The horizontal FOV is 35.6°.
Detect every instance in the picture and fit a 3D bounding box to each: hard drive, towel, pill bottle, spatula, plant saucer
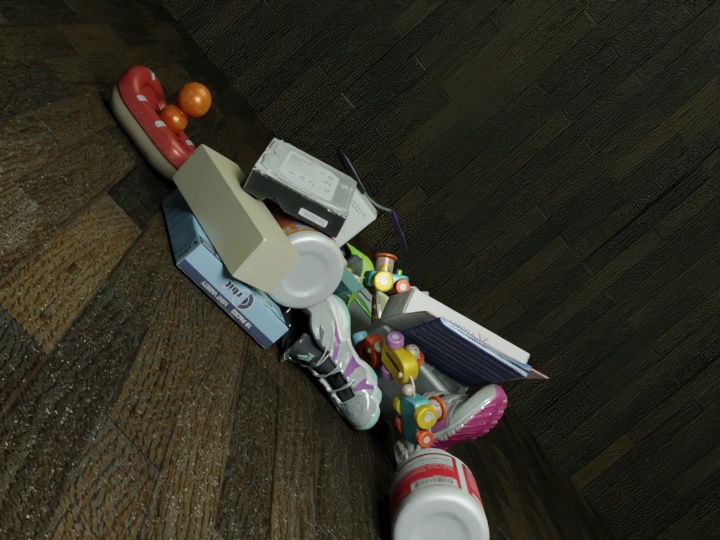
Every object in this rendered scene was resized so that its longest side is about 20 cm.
[{"bbox_3d":[-0.077,-0.116,1.513,0.139,0.038,0.200,28,17,-4],"label":"hard drive"},{"bbox_3d":[0.133,0.109,1.514,0.144,0.024,0.200,31,-17,-10],"label":"towel"},{"bbox_3d":[0.090,0.284,1.343,0.112,0.112,0.200,49,6,-6],"label":"pill bottle"},{"bbox_3d":[0.020,-0.115,1.783,0.201,0.020,0.057,52,-7,12],"label":"spatula"},{"bbox_3d":[-0.101,-0.044,1.523,0.112,0.112,0.200,46,7,-35],"label":"pill bottle"},{"bbox_3d":[-0.080,0.019,1.610,0.199,0.019,0.070,-13,-55,50],"label":"plant saucer"}]

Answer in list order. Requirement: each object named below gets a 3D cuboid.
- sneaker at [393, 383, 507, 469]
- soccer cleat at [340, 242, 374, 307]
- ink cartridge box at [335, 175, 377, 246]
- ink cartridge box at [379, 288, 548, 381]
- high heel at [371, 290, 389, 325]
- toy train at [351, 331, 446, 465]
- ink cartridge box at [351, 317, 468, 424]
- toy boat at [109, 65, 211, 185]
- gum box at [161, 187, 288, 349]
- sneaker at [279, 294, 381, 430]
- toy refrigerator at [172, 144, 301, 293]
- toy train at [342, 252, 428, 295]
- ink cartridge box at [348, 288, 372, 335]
[{"bbox_3d":[0.114,0.203,1.569,0.081,0.199,0.089,14,48,-53],"label":"sneaker"},{"bbox_3d":[-0.045,0.035,1.783,0.081,0.067,0.200,42,44,-8],"label":"soccer cleat"},{"bbox_3d":[-0.074,-0.060,1.821,0.084,0.199,0.145,52,6,-5],"label":"ink cartridge box"},{"bbox_3d":[0.146,0.090,1.542,0.199,0.045,0.176,29,-16,-15],"label":"ink cartridge box"},{"bbox_3d":[0.027,0.123,1.786,0.142,0.071,0.202,0,-66,55],"label":"high heel"},{"bbox_3d":[0.057,0.160,1.547,0.201,0.055,0.150,67,-26,19],"label":"toy train"},{"bbox_3d":[0.055,0.151,1.698,0.160,0.047,0.200,48,-29,-5],"label":"ink cartridge box"},{"bbox_3d":[-0.278,-0.230,1.670,0.200,0.130,0.130,52,6,17],"label":"toy boat"},{"bbox_3d":[-0.180,-0.009,1.467,0.170,0.044,0.200,47,7,-29],"label":"gum box"},{"bbox_3d":[-0.055,0.125,1.504,0.139,0.078,0.201,2,58,-55],"label":"sneaker"},{"bbox_3d":[-0.161,-0.065,1.422,0.076,0.070,0.200,28,20,-50],"label":"toy refrigerator"},{"bbox_3d":[0.000,0.000,1.662,0.198,0.056,0.150,7,-1,25],"label":"toy train"},{"bbox_3d":[-0.005,0.092,1.946,0.147,0.083,0.200,49,6,-3],"label":"ink cartridge box"}]
